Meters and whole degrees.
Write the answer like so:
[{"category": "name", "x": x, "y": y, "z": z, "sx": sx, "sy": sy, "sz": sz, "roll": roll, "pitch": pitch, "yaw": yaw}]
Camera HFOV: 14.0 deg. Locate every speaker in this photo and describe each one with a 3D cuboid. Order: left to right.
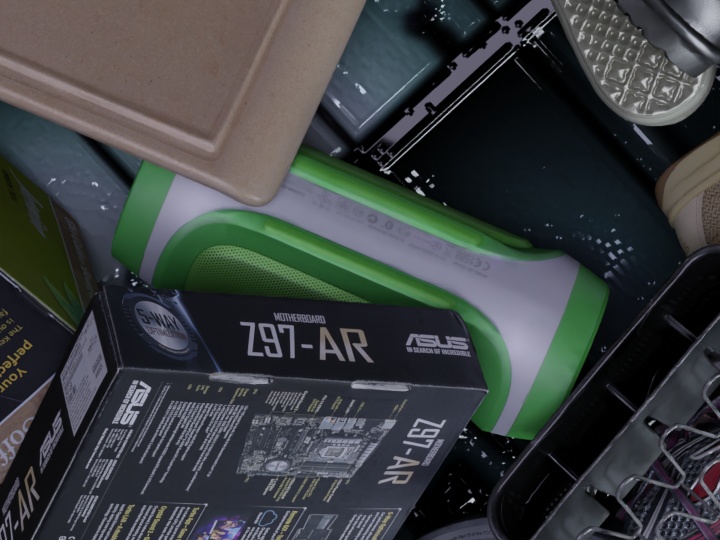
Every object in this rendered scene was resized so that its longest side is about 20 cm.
[{"category": "speaker", "x": 0.000, "y": 0.000, "z": 1.236, "sx": 0.200, "sy": 0.088, "sz": 0.088, "roll": 23, "pitch": 101, "yaw": 1}]

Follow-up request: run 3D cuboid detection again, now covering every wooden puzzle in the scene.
[{"category": "wooden puzzle", "x": -0.095, "y": -0.140, "z": 1.215, "sx": 0.200, "sy": 0.037, "sz": 0.185, "roll": 24, "pitch": 71, "yaw": -1}]

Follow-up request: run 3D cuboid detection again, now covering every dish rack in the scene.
[{"category": "dish rack", "x": 0.167, "y": 0.104, "z": 1.154, "sx": 0.153, "sy": 0.055, "sz": 0.200, "roll": -51, "pitch": 57, "yaw": 4}]

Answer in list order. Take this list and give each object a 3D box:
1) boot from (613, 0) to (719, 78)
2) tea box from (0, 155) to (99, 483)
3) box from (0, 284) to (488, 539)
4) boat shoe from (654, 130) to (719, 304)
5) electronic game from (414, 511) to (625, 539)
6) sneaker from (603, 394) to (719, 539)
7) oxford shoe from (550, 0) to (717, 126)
[{"category": "boot", "x": 0.132, "y": -0.194, "z": 1.117, "sx": 0.158, "sy": 0.079, "sz": 0.211, "roll": -29, "pitch": 102, "yaw": 13}, {"category": "tea box", "x": -0.240, "y": 0.020, "z": 1.201, "sx": 0.200, "sy": 0.134, "sz": 0.197, "roll": -40, "pitch": 122, "yaw": 10}, {"category": "box", "x": -0.061, "y": 0.090, "z": 1.195, "sx": 0.160, "sy": 0.044, "sz": 0.200, "roll": 4, "pitch": 138, "yaw": -26}, {"category": "boat shoe", "x": 0.213, "y": -0.056, "z": 1.191, "sx": 0.200, "sy": 0.071, "sz": 0.065, "roll": -37, "pitch": 63, "yaw": 32}, {"category": "electronic game", "x": 0.079, "y": 0.199, "z": 1.260, "sx": 0.200, "sy": 0.042, "sz": 0.200, "roll": 9, "pitch": 109, "yaw": 27}, {"category": "sneaker", "x": 0.159, "y": 0.078, "z": 1.239, "sx": 0.075, "sy": 0.081, "sz": 0.200, "roll": 34, "pitch": 102, "yaw": 2}, {"category": "oxford shoe", "x": 0.097, "y": -0.152, "z": 1.219, "sx": 0.075, "sy": 0.058, "sz": 0.200, "roll": -22, "pitch": 83, "yaw": 15}]
